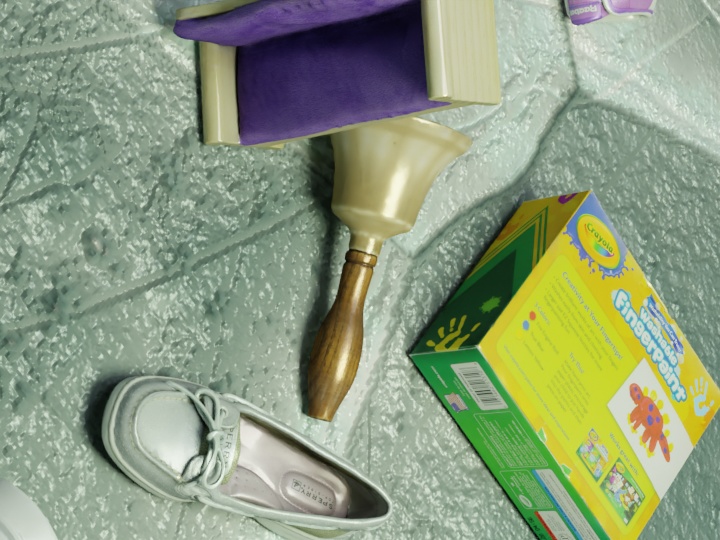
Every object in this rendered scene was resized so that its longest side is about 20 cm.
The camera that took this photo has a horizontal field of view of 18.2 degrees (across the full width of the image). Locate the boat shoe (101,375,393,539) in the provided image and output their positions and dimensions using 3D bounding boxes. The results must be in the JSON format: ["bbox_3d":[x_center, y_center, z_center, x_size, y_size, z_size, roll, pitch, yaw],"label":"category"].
[{"bbox_3d":[-0.069,0.116,1.378,0.202,0.065,0.075,31,63,-35],"label":"boat shoe"}]

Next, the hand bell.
[{"bbox_3d":[0.000,0.000,1.461,0.104,0.104,0.201,18,83,-39],"label":"hand bell"}]

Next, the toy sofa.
[{"bbox_3d":[-0.019,-0.128,1.372,0.097,0.200,0.083,2,83,-49],"label":"toy sofa"}]

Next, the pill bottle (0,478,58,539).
[{"bbox_3d":[-0.252,0.188,1.166,0.200,0.112,0.112,-33,106,-41],"label":"pill bottle"}]

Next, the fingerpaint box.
[{"bbox_3d":[0.148,0.074,1.578,0.200,0.073,0.167,54,53,-23],"label":"fingerpaint box"}]

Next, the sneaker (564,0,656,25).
[{"bbox_3d":[0.157,-0.244,1.640,0.200,0.073,0.115,23,71,-38],"label":"sneaker"}]
